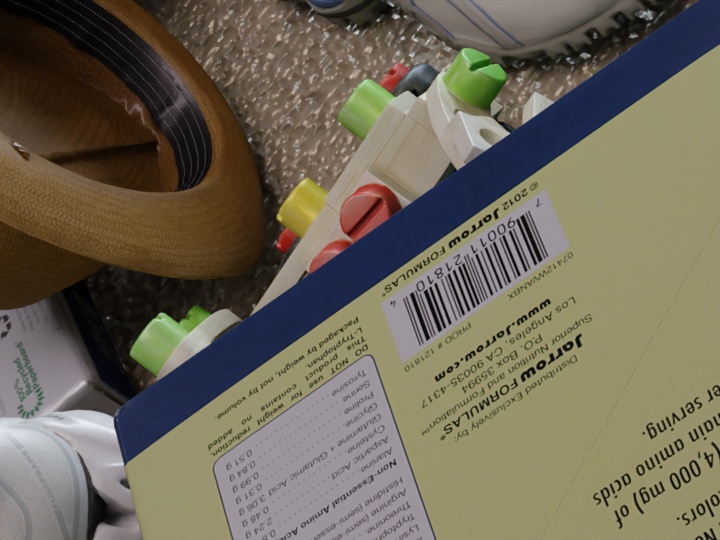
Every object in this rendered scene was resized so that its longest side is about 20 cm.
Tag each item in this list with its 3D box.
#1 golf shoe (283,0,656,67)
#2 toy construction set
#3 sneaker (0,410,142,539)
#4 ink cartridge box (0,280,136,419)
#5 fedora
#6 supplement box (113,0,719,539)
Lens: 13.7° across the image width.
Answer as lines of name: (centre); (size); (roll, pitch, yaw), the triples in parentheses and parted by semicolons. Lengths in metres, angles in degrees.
golf shoe: (0.019, -0.128, 1.046); (0.200, 0.097, 0.078); (8, 66, 40)
toy construction set: (0.000, 0.000, 0.954); (0.200, 0.092, 0.131); (-40, 0, 24)
sneaker: (-0.109, 0.140, 0.889); (0.075, 0.081, 0.200); (-7, 80, 41)
ink cartridge box: (-0.193, 0.045, 1.140); (0.200, 0.043, 0.196); (-40, 47, 12)
fedora: (-0.126, -0.045, 1.046); (0.082, 0.200, 0.201); (-47, 42, 25)
supplement box: (0.071, 0.081, 0.719); (0.200, 0.134, 0.200); (-35, 42, 14)
